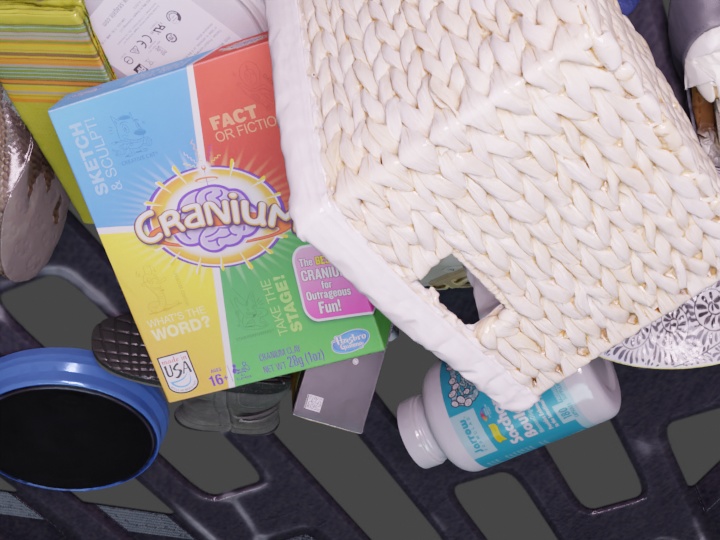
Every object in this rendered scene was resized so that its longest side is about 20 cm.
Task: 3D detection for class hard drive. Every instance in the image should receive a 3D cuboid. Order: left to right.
[{"bbox_3d":[-0.090,-0.134,0.713,0.199,0.038,0.139,34,135,-27],"label":"hard drive"}]

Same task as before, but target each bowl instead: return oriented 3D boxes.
[{"bbox_3d":[-0.290,0.153,1.117,0.197,0.040,0.202,-2,138,-2],"label":"bowl"},{"bbox_3d":[0.241,-0.019,0.856,0.198,0.095,0.202,3,141,3],"label":"bowl"}]

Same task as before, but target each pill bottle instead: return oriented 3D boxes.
[{"bbox_3d":[0.134,0.119,1.061,0.198,0.112,0.111,-27,133,22],"label":"pill bottle"}]

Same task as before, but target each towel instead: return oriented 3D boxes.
[{"bbox_3d":[-0.182,-0.097,0.741,0.085,0.018,0.201,6,145,18],"label":"towel"}]

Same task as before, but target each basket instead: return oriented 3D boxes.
[{"bbox_3d":[0.071,-0.076,0.584,0.160,0.202,0.198,-32,132,20],"label":"basket"}]

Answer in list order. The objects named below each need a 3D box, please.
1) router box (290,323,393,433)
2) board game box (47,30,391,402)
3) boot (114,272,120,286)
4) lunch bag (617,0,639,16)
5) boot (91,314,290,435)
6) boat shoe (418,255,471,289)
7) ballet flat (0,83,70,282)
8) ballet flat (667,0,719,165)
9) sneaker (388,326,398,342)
[{"bbox_3d":[0.000,0.000,0.817,0.052,0.157,0.203,16,93,-5],"label":"router box"},{"bbox_3d":[-0.082,-0.030,0.694,0.151,0.040,0.202,-15,110,13],"label":"board game box"},{"bbox_3d":[-0.156,-0.079,0.832,0.131,0.070,0.200,32,114,-27],"label":"boot"},{"bbox_3d":[0.089,-0.204,0.688,0.197,0.137,0.133,9,137,-16],"label":"lunch bag"},{"bbox_3d":[-0.161,0.113,1.069,0.197,0.068,0.131,11,141,-14],"label":"boot"},{"bbox_3d":[0.066,-0.015,0.846,0.068,0.075,0.200,19,177,-4],"label":"boat shoe"},{"bbox_3d":[-0.238,-0.091,0.787,0.046,0.067,0.203,17,113,24],"label":"ballet flat"},{"bbox_3d":[0.268,-0.133,0.831,0.072,0.074,0.201,-13,137,10],"label":"ballet flat"},{"bbox_3d":[-0.072,0.018,0.949,0.146,0.077,0.202,-36,120,15],"label":"sneaker"}]
